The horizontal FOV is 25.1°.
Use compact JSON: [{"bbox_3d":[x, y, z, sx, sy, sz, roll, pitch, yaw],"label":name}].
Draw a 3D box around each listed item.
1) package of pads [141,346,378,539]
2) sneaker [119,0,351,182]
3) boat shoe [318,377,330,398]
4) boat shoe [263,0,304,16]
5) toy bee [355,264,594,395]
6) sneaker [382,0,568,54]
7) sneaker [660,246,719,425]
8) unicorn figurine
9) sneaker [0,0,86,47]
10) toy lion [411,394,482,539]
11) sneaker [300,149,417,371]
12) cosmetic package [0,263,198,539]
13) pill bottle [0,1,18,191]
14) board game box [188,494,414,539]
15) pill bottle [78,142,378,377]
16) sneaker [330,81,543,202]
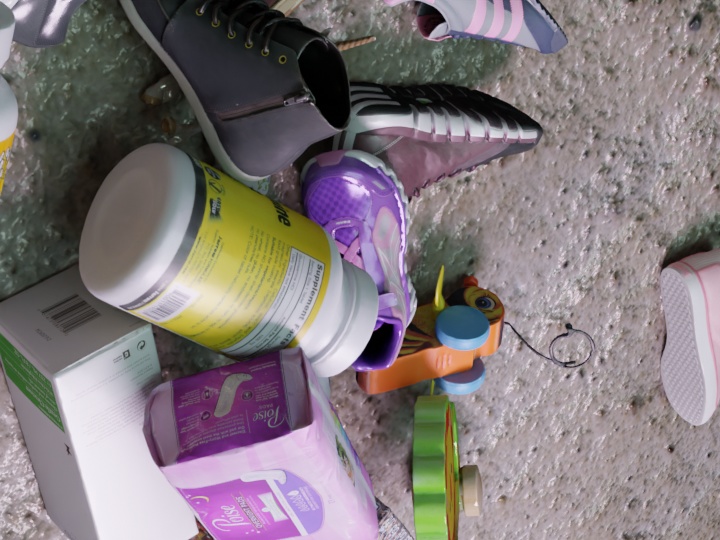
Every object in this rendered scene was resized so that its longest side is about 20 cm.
[{"bbox_3d":[-0.067,0.141,1.157,0.119,0.076,0.201,-16,145,6],"label":"package of pads"},{"bbox_3d":[-0.080,-0.164,1.057,0.075,0.106,0.201,-40,103,-44],"label":"sneaker"},{"bbox_3d":[-0.052,0.044,1.289,0.201,0.073,0.066,84,28,-48],"label":"boat shoe"},{"bbox_3d":[-0.043,-0.246,1.137,0.072,0.072,0.200,41,95,-17],"label":"boat shoe"},{"bbox_3d":[0.084,0.056,1.418,0.198,0.109,0.132,12,122,-24],"label":"toy bee"},{"bbox_3d":[0.087,-0.210,1.282,0.082,0.070,0.199,-47,137,14],"label":"sneaker"},{"bbox_3d":[0.371,0.064,1.693,0.104,0.075,0.202,-25,125,-23],"label":"sneaker"},{"bbox_3d":[-0.088,-0.103,1.173,0.136,0.074,0.201,-15,143,-33],"label":"unicorn figurine"},{"bbox_3d":[-0.175,-0.228,1.019,0.200,0.074,0.085,-49,144,4],"label":"sneaker"},{"bbox_3d":[0.068,0.184,1.405,0.068,0.201,0.194,-3,121,7],"label":"toy lion"},{"bbox_3d":[0.000,0.000,1.255,0.089,0.079,0.202,-80,162,-48],"label":"sneaker"},{"bbox_3d":[-0.190,0.112,1.173,0.084,0.107,0.202,-28,129,-28],"label":"cosmetic package"},{"bbox_3d":[-0.268,-0.068,0.972,0.112,0.113,0.202,-3,122,-42],"label":"pill bottle"},{"bbox_3d":[-0.084,0.231,1.290,0.200,0.159,0.097,-48,153,-9],"label":"board game box"},{"bbox_3d":[-0.086,0.001,1.121,0.199,0.112,0.113,28,94,-37],"label":"pill bottle"},{"bbox_3d":[0.050,-0.087,1.315,0.198,0.076,0.117,2,118,-32],"label":"sneaker"}]
